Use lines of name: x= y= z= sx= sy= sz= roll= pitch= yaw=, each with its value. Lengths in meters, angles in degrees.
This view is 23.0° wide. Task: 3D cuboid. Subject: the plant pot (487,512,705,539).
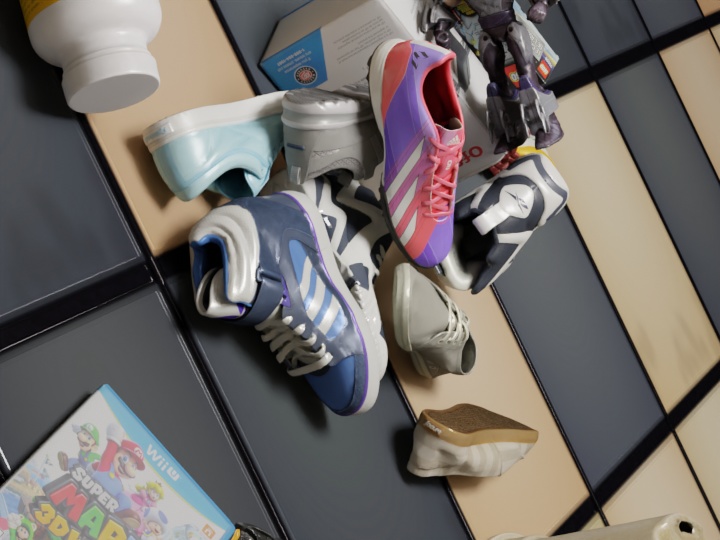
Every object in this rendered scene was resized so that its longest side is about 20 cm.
plant pot: x=0.226 y=0.306 z=1.568 sx=0.200 sy=0.183 sz=0.202 roll=35 pitch=42 yaw=-40

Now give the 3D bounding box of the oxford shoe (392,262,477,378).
oxford shoe: x=0.065 y=0.045 z=1.557 sx=0.200 sy=0.057 sz=0.076 roll=57 pitch=37 yaw=-64

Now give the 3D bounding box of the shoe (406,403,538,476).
shoe: x=0.100 y=0.158 z=1.614 sx=0.200 sy=0.070 sz=0.054 roll=8 pitch=105 yaw=-59

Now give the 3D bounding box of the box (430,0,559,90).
box: x=0.073 y=-0.216 z=1.687 sx=0.137 sy=0.199 sz=0.040 roll=48 pitch=53 yaw=-24

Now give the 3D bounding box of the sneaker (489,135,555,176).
sneaker: x=0.134 y=-0.151 z=1.864 sx=0.200 sy=0.077 sz=0.083 roll=33 pitch=39 yaw=-55

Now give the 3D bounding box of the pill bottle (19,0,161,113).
pill bottle: x=-0.214 y=-0.227 z=1.356 sx=0.104 sy=0.104 sz=0.201 roll=4 pitch=66 yaw=-55

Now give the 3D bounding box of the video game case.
video game case: x=-0.175 y=0.179 z=1.188 sx=0.143 sy=0.018 sz=0.200 roll=48 pitch=33 yaw=-6

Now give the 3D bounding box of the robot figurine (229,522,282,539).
robot figurine: x=-0.040 y=0.262 z=1.317 sx=0.199 sy=0.058 sz=0.146 roll=26 pitch=46 yaw=-46

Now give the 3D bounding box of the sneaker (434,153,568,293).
sneaker: x=0.094 y=-0.020 z=1.612 sx=0.129 sy=0.199 sz=0.080 roll=-33 pitch=89 yaw=-36

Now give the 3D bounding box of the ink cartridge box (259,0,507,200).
ink cartridge box: x=0.028 y=-0.170 z=1.638 sx=0.200 sy=0.145 sz=0.084 roll=49 pitch=34 yaw=-24

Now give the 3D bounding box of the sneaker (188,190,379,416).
sneaker: x=-0.074 y=0.040 z=1.419 sx=0.146 sy=0.080 sz=0.201 roll=-22 pitch=93 yaw=-47

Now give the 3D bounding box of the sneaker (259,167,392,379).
sneaker: x=0.000 y=0.000 z=1.539 sx=0.129 sy=0.079 sz=0.200 roll=-10 pitch=67 yaw=-49

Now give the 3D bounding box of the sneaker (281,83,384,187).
sneaker: x=-0.003 y=-0.114 z=1.524 sx=0.199 sy=0.074 sz=0.083 roll=-6 pitch=111 yaw=-49

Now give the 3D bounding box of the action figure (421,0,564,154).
action figure: x=0.125 y=-0.206 z=1.554 sx=0.069 sy=0.129 sz=0.201 roll=-32 pitch=108 yaw=-51

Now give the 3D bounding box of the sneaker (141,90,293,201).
sneaker: x=-0.100 y=-0.097 z=1.475 sx=0.199 sy=0.074 sz=0.083 roll=-19 pitch=89 yaw=-49

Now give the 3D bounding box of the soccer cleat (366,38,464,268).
soccer cleat: x=0.056 y=-0.093 z=1.474 sx=0.068 sy=0.073 sz=0.202 roll=-28 pitch=117 yaw=-43
